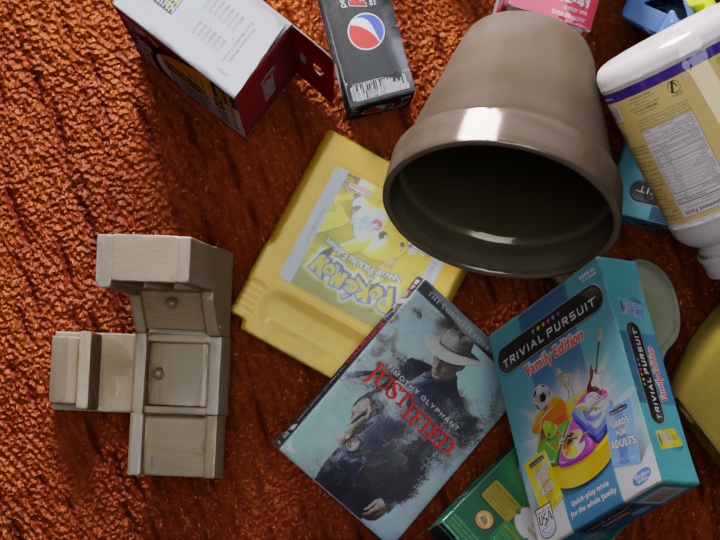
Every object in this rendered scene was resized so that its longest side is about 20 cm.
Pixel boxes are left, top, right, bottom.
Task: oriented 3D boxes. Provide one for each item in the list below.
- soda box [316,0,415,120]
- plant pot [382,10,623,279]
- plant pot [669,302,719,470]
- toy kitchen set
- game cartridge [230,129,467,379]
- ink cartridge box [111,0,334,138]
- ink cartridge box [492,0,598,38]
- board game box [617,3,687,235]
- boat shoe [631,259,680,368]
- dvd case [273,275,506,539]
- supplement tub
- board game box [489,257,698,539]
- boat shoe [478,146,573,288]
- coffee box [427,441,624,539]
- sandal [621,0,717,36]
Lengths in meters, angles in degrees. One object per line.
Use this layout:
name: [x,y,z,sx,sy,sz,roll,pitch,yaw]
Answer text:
soda box: [-0.006,-0.244,1.624,0.063,0.071,0.201,-14,86,-4]
plant pot: [0.132,-0.117,1.514,0.199,0.200,0.174,13,59,0]
plant pot: [0.378,0.095,1.550,0.200,0.194,0.196,-36,87,1]
toy kitchen set: [-0.208,0.075,1.528,0.162,0.180,0.201,2,86,8]
game cartridge: [0.000,0.000,1.623,0.176,0.032,0.201,28,84,1]
ink cartridge box: [-0.113,-0.187,1.551,0.175,0.200,0.084,38,86,3]
ink cartridge box: [0.184,-0.302,1.596,0.085,0.148,0.201,18,86,0]
board game box: [0.322,-0.126,1.610,0.150,0.047,0.201,16,85,22]
boat shoe: [0.239,0.081,1.589,0.074,0.066,0.200,17,51,-15]
dvd case: [0.040,0.127,1.596,0.146,0.022,0.200,43,84,-17]
supplement tub: [0.300,-0.109,1.482,0.145,0.145,0.201,-28,96,-4]
board game box: [0.190,0.114,1.493,0.047,0.151,0.201,8,57,-36]
boat shoe: [0.155,-0.058,1.614,0.065,0.072,0.200,-37,81,-2]
coffee box: [0.169,0.204,1.572,0.123,0.044,0.200,46,66,3]
sandal: [0.269,-0.244,1.587,0.087,0.079,0.201,-22,73,19]
